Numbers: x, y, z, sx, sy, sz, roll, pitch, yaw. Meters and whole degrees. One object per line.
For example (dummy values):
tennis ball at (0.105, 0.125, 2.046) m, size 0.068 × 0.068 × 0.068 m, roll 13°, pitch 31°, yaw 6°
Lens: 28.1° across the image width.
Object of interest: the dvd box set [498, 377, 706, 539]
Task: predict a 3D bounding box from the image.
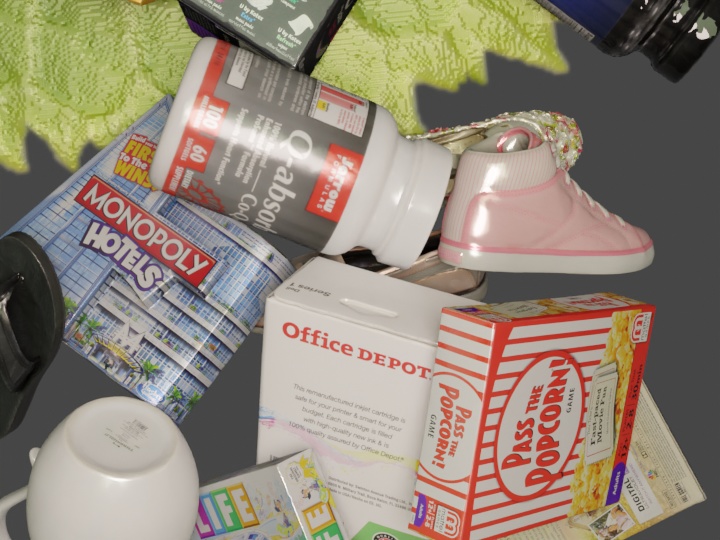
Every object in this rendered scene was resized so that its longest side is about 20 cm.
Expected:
dvd box set at (0.143, 0.155, 1.105) m, size 0.199 × 0.029 × 0.147 m, roll -30°, pitch 96°, yaw 10°

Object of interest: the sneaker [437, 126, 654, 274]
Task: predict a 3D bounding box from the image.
sneaker at (0.149, -0.053, 1.084) m, size 0.199 × 0.075 × 0.106 m, roll 1°, pitch 98°, yaw -33°

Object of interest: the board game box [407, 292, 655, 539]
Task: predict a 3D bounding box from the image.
board game box at (0.121, 0.097, 0.988) m, size 0.046 × 0.199 × 0.153 m, roll 17°, pitch 104°, yaw 40°

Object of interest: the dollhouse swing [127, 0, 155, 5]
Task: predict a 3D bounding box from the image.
dollhouse swing at (-0.208, -0.325, 1.083) m, size 0.199 × 0.182 × 0.177 m, roll 24°, pitch 107°, yaw 0°

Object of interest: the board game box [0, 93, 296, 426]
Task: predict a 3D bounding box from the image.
board game box at (-0.159, -0.022, 1.091) m, size 0.199 × 0.062 × 0.200 m, roll 33°, pitch 81°, yaw 23°

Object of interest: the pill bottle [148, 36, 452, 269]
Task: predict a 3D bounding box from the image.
pill bottle at (-0.042, -0.080, 1.033) m, size 0.199 × 0.116 × 0.117 m, roll 20°, pitch 87°, yaw -8°

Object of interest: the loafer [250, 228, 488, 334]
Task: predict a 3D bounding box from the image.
loafer at (0.000, 0.000, 1.109) m, size 0.198 × 0.072 × 0.063 m, roll -8°, pitch 128°, yaw -5°

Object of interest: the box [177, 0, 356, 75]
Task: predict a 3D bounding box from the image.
box at (-0.041, -0.251, 1.100) m, size 0.106 × 0.122 × 0.201 m, roll 32°, pitch 87°, yaw 0°

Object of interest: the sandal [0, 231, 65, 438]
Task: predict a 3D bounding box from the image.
sandal at (-0.264, 0.059, 1.054) m, size 0.075 × 0.048 × 0.201 m, roll 38°, pitch 131°, yaw 17°

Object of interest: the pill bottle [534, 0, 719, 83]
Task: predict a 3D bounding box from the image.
pill bottle at (0.190, -0.238, 1.114) m, size 0.199 × 0.112 × 0.112 m, roll 36°, pitch 87°, yaw 0°

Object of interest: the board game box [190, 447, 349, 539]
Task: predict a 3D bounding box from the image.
board game box at (-0.076, 0.214, 1.049) m, size 0.034 × 0.200 × 0.135 m, roll -20°, pitch 87°, yaw -39°

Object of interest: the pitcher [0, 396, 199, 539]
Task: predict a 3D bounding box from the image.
pitcher at (-0.204, 0.181, 1.050) m, size 0.171 × 0.121 × 0.201 m, roll 26°, pitch 128°, yaw 16°

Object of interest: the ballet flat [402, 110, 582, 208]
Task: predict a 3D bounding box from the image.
ballet flat at (0.083, -0.082, 1.127) m, size 0.198 × 0.064 × 0.076 m, roll -15°, pitch 87°, yaw -3°

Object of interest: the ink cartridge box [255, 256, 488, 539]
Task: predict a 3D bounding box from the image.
ink cartridge box at (0.006, 0.107, 1.040) m, size 0.144 × 0.084 × 0.201 m, roll 15°, pitch 118°, yaw 19°
